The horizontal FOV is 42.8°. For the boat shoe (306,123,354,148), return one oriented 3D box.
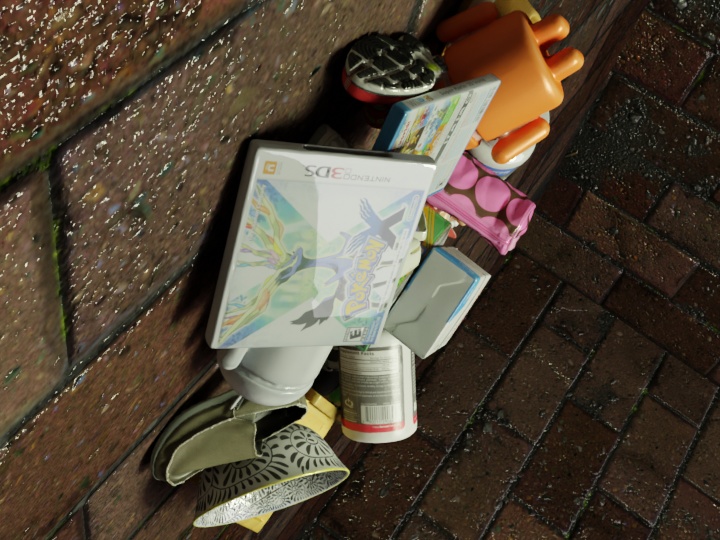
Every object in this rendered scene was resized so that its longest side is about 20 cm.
[{"bbox_3d":[-0.013,-0.093,0.950,0.075,0.064,0.202,-55,169,-3],"label":"boat shoe"}]

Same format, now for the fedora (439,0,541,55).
[{"bbox_3d":[0.166,-0.287,1.121,0.202,0.081,0.201,-54,168,-17],"label":"fedora"}]

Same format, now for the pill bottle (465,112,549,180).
[{"bbox_3d":[0.174,-0.178,1.266,0.114,0.113,0.200,-51,-178,-22],"label":"pill bottle"}]

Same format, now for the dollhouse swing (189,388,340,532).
[{"bbox_3d":[-0.161,0.220,1.272,0.201,0.175,0.181,-55,-150,-7],"label":"dollhouse swing"}]

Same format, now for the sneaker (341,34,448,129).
[{"bbox_3d":[0.030,-0.173,0.896,0.085,0.077,0.200,-55,170,24],"label":"sneaker"}]

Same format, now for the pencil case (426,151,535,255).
[{"bbox_3d":[0.131,-0.101,1.197,0.091,0.198,0.094,-56,-176,29],"label":"pencil case"}]

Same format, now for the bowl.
[{"bbox_3d":[-0.120,0.236,1.129,0.197,0.096,0.201,-18,159,-7],"label":"bowl"}]

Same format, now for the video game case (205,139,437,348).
[{"bbox_3d":[-0.036,-0.017,0.836,0.179,0.022,0.203,1,122,-29],"label":"video game case"}]

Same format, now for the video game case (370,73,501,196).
[{"bbox_3d":[0.061,-0.118,0.917,0.199,0.018,0.144,-30,153,-52],"label":"video game case"}]

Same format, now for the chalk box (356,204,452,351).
[{"bbox_3d":[0.000,0.000,1.122,0.200,0.123,0.125,-45,166,-40],"label":"chalk box"}]

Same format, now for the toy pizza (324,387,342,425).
[{"bbox_3d":[-0.006,0.139,1.426,0.031,0.200,0.202,21,107,-35],"label":"toy pizza"}]

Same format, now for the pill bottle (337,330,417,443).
[{"bbox_3d":[0.023,0.128,1.288,0.111,0.109,0.204,-24,114,-69],"label":"pill bottle"}]

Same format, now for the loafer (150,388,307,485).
[{"bbox_3d":[-0.142,0.179,1.030,0.198,0.070,0.076,-33,144,-17],"label":"loafer"}]

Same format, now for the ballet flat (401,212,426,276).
[{"bbox_3d":[0.037,-0.036,0.982,0.202,0.073,0.075,-77,-171,-50],"label":"ballet flat"}]

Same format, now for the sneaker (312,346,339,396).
[{"bbox_3d":[-0.043,0.098,1.365,0.088,0.073,0.203,-2,120,-64],"label":"sneaker"}]

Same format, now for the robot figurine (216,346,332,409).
[{"bbox_3d":[-0.081,0.058,0.960,0.168,0.113,0.202,-9,134,-53],"label":"robot figurine"}]

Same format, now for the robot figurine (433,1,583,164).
[{"bbox_3d":[0.147,-0.208,1.024,0.198,0.144,0.118,-25,-140,21],"label":"robot figurine"}]

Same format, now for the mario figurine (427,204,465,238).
[{"bbox_3d":[0.164,-0.129,1.474,0.123,0.105,0.202,34,81,-45],"label":"mario figurine"}]

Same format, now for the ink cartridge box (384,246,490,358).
[{"bbox_3d":[0.103,0.035,1.161,0.117,0.067,0.200,-56,170,10],"label":"ink cartridge box"}]
